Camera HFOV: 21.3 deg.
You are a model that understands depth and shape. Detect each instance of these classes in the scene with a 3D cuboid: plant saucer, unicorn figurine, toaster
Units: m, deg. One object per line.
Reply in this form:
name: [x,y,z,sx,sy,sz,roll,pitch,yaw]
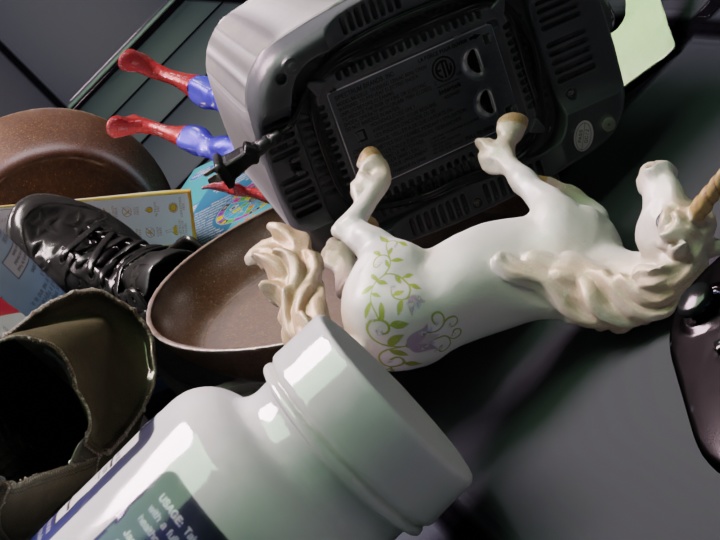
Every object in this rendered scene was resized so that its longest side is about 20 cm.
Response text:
plant saucer: [-0.202,-0.004,1.256,0.201,0.201,0.034,-48,33,-11]
unicorn figurine: [0.057,-0.009,0.744,0.199,0.074,0.138,-31,34,10]
toaster: [0.012,-0.084,0.868,0.199,0.115,0.129,-26,21,-10]
plant saucer: [0.000,0.000,0.875,0.198,0.032,0.200,-18,19,6]

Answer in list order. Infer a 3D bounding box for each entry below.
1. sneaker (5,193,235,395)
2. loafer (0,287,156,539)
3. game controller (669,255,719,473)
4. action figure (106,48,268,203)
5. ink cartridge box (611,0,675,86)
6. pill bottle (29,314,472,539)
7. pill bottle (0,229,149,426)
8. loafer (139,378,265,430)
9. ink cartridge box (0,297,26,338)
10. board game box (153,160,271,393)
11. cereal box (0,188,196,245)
sneaker: [-0.108,0.008,1.014,0.060,0.199,0.104,-47,-11,-24]
loafer: [-0.125,0.059,0.768,0.070,0.075,0.200,-51,5,29]
game controller: [0.173,-0.018,0.548,0.200,0.042,0.105,-41,15,20]
action figure: [-0.059,-0.075,1.112,0.052,0.198,0.066,-6,-68,-64]
ink cartridge box: [0.060,-0.112,1.000,0.200,0.048,0.146,-39,40,29]
pill bottle: [-0.057,0.114,0.687,0.200,0.111,0.111,-44,15,5]
pill bottle: [-0.183,0.059,1.002,0.109,0.200,0.109,-41,15,14]
loafer: [-0.098,0.115,0.890,0.200,0.072,0.063,-45,8,13]
ink cartridge box: [-0.206,0.093,0.803,0.083,0.145,0.200,-49,6,38]
board game box: [-0.082,-0.011,1.186,0.150,0.047,0.201,-23,27,40]
cereal box: [-0.215,-0.017,1.139,0.198,0.040,0.144,-7,0,-28]
